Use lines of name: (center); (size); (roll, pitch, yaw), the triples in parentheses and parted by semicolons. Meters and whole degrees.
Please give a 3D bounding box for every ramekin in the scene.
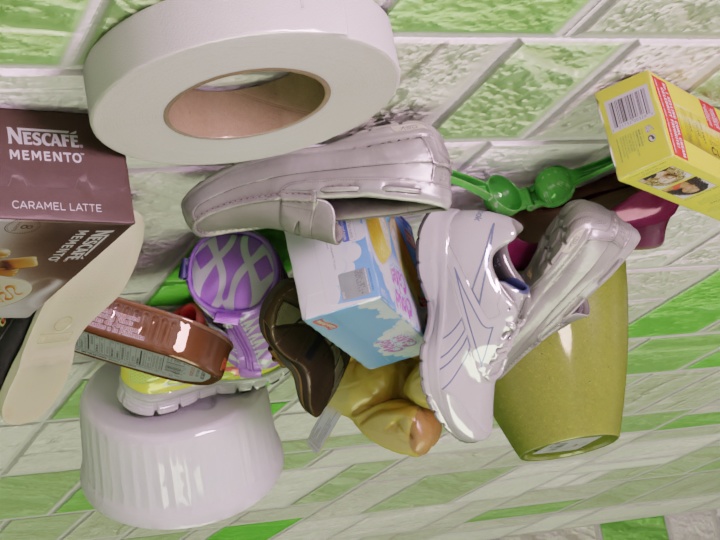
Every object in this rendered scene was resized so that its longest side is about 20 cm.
ramekin: (-0.176, 0.150, 1.626); (0.199, 0.201, 0.098); (-9, 119, -7)

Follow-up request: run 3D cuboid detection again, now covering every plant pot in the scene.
plant pot: (0.168, 0.066, 1.542); (0.186, 0.201, 0.187); (-10, 164, -3)

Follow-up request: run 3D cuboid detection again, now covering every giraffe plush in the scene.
giraffe plush: (0.045, 0.091, 1.669); (0.162, 0.173, 0.200); (-25, 166, -50)

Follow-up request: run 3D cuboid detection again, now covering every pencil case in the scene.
pencil case: (-0.098, 0.029, 1.453); (0.083, 0.086, 0.200); (-3, 164, 4)

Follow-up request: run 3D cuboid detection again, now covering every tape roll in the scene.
tape roll: (-0.074, -0.120, 1.065); (0.201, 0.037, 0.203); (-9, 164, -3)

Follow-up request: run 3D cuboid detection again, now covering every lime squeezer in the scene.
lime squeezer: (0.140, -0.078, 1.365); (0.199, 0.038, 0.071); (-7, 131, -10)

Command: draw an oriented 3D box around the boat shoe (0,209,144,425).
boat shoe: (-0.235, 0.023, 1.295); (0.073, 0.063, 0.202); (5, 124, -51)

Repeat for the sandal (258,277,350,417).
sandal: (-0.053, 0.059, 1.425); (0.054, 0.082, 0.200); (26, 167, 25)

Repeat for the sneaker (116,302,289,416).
sneaker: (-0.133, 0.065, 1.574); (0.199, 0.078, 0.091); (-21, 129, -27)

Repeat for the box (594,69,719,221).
box: (0.252, -0.092, 1.302); (0.050, 0.076, 0.200); (-23, 158, 30)

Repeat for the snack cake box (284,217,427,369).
snack cake box: (0.000, 0.000, 1.366); (0.067, 0.116, 0.200); (-17, 163, 11)

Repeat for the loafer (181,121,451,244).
loafer: (-0.032, -0.053, 1.227); (0.199, 0.070, 0.070); (-14, 163, 9)

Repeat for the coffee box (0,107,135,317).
coffee box: (-0.248, -0.034, 1.158); (0.114, 0.080, 0.200); (0, 160, -34)

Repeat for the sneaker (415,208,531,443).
sneaker: (0.094, 0.046, 1.371); (0.087, 0.201, 0.074); (1, -164, 23)

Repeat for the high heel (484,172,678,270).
high heel: (0.171, -0.057, 1.426); (0.199, 0.068, 0.096); (-7, 140, -8)

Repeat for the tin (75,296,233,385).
tin: (-0.205, 0.050, 1.401); (0.199, 0.042, 0.112); (17, 160, -4)

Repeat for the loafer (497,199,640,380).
loafer: (0.159, 0.026, 1.412); (0.069, 0.070, 0.200); (22, 131, -17)
